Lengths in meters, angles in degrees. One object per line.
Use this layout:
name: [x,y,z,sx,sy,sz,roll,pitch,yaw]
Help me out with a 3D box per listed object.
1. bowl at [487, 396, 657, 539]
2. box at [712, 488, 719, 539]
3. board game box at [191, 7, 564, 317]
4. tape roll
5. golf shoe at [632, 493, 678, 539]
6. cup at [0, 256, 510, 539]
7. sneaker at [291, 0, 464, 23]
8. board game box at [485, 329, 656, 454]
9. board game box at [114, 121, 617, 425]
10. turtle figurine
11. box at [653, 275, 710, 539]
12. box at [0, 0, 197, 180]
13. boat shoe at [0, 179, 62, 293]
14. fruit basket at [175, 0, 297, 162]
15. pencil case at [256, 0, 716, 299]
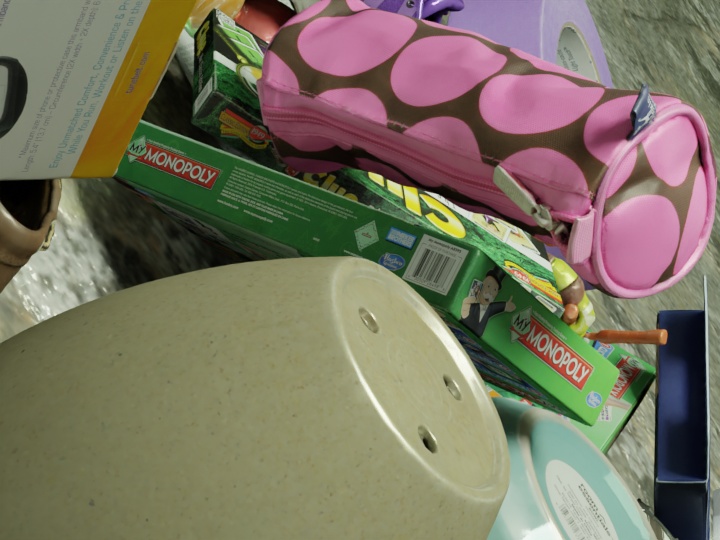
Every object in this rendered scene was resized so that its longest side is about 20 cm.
bowl: [0.067,0.137,0.912,0.201,0.105,0.201,44,25,-27]
box: [0.252,0.240,1.154,0.158,0.048,0.201,-68,139,-64]
board game box: [0.008,-0.047,0.967,0.200,0.023,0.105,31,24,-19]
tape roll: [0.115,-0.084,1.293,0.200,0.065,0.201,-10,90,-71]
golf shoe: [0.135,0.189,1.020,0.200,0.078,0.094,59,22,14]
cup: [-0.031,0.076,0.741,0.200,0.143,0.201,45,23,-26]
sneaker: [0.007,-0.151,1.051,0.081,0.083,0.201,-27,101,-70]
board game box: [0.080,0.054,1.090,0.134,0.029,0.200,32,19,10]
board game box: [0.000,0.000,0.882,0.200,0.029,0.135,22,-9,38]
turtle figurine: [0.059,-0.011,1.081,0.200,0.065,0.161,31,20,32]
box: [0.178,0.110,1.123,0.200,0.032,0.121,82,12,-45]
box: [-0.156,-0.077,0.652,0.199,0.119,0.042,-1,54,-31]
boat shoe: [-0.139,-0.053,0.794,0.075,0.075,0.203,42,25,-30]
fruit basket: [-0.075,-0.135,1.071,0.201,0.093,0.185,69,20,-7]
pencil case: [0.044,-0.054,0.830,0.094,0.200,0.091,-32,128,-35]
